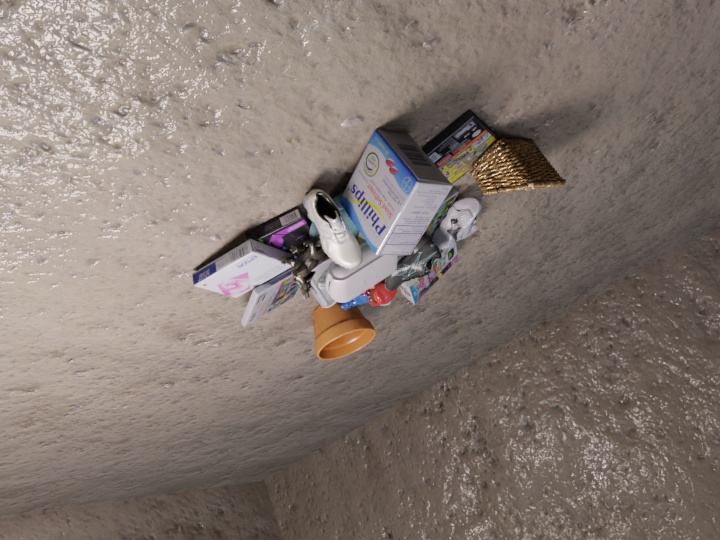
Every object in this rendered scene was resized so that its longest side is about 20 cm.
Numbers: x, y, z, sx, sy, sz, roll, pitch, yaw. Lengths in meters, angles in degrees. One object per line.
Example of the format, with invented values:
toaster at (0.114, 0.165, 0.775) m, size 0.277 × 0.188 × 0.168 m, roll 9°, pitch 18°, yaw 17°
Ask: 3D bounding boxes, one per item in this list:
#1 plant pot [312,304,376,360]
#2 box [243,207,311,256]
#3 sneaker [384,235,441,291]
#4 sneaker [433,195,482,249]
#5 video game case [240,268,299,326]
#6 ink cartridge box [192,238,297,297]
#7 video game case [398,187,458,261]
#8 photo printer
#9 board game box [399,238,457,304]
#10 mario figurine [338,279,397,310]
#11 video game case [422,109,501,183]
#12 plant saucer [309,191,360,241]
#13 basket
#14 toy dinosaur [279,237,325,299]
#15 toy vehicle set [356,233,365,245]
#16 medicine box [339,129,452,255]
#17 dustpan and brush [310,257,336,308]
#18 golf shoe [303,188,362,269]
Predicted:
plant pot at (-0.067, 0.178, 1.901) m, size 0.199 × 0.140 × 0.200 m, roll -19°, pitch 155°, yaw -10°
box at (-0.177, -0.068, 1.447) m, size 0.143 × 0.036 × 0.200 m, roll -26°, pitch 157°, yaw 4°
sneaker at (0.143, -0.004, 1.647) m, size 0.200 × 0.079 × 0.075 m, roll -50°, pitch 164°, yaw 27°
sneaker at (0.289, -0.145, 1.657) m, size 0.115 × 0.075 × 0.200 m, roll -27°, pitch 161°, yaw -41°
video game case at (-0.227, 0.060, 1.587) m, size 0.182 × 0.023 × 0.200 m, roll -31°, pitch 166°, yaw -33°
ink cartridge box at (-0.267, 0.005, 1.443) m, size 0.196 × 0.043 × 0.200 m, roll -28°, pitch 152°, yaw 26°
video game case at (0.171, -0.118, 1.611) m, size 0.182 × 0.022 × 0.200 m, roll -35°, pitch 161°, yaw -28°
photo printer at (0.000, 0.000, 1.526) m, size 0.200 × 0.070 × 0.167 m, roll -32°, pitch 159°, yaw -13°
board game box at (0.203, -0.008, 1.797) m, size 0.200 × 0.064 × 0.148 m, roll -44°, pitch 155°, yaw -8°
mario figurine at (0.020, 0.060, 1.785) m, size 0.199 × 0.106 × 0.123 m, roll -11°, pitch 170°, yaw 27°
video game case at (0.222, -0.277, 1.413) m, size 0.200 × 0.026 × 0.181 m, roll -38°, pitch 152°, yaw 24°
plant saucer at (-0.032, -0.122, 1.443) m, size 0.200 × 0.027 × 0.200 m, roll -30°, pitch 155°, yaw -16°
basket at (0.383, -0.226, 1.478) m, size 0.200 × 0.149 × 0.143 m, roll -13°, pitch 155°, yaw -48°
toy dinosaur at (-0.124, -0.033, 1.408) m, size 0.102 × 0.077 × 0.201 m, roll 2°, pitch 114°, yaw -63°
toy vehicle set at (0.072, -0.095, 1.578) m, size 0.200 × 0.027 × 0.124 m, roll -26°, pitch 158°, yaw -28°
medicine box at (0.070, -0.164, 1.272) m, size 0.103 × 0.182 × 0.200 m, roll -1°, pitch 135°, yaw -38°
dustpan and brush at (-0.053, -0.006, 1.614) m, size 0.200 × 0.057 × 0.140 m, roll -54°, pitch 136°, yaw -27°
golf shoe at (-0.059, -0.089, 1.310) m, size 0.078 × 0.200 × 0.097 m, roll -35°, pitch -174°, yaw -9°
